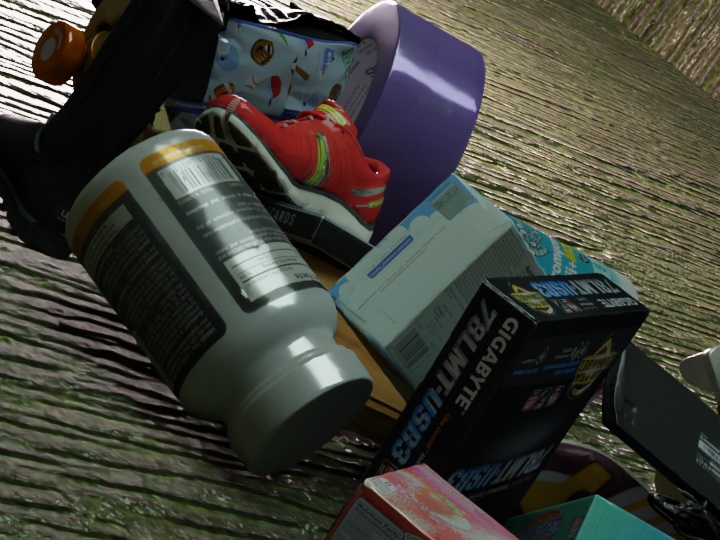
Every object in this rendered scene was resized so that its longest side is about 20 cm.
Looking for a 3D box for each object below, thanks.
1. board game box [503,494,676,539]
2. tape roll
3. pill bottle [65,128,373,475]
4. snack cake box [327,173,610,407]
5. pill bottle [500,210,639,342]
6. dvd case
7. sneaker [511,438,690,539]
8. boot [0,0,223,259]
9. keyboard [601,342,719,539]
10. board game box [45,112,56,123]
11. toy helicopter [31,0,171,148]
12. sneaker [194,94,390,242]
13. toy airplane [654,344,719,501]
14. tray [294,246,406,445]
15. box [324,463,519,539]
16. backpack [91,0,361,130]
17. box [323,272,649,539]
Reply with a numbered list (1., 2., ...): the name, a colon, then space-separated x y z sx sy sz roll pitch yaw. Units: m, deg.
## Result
1. board game box: 0.191 0.211 1.528 0.199 0.045 0.152 30 -18 -11
2. tape roll: 0.012 -0.110 1.988 0.085 0.201 0.200 27 16 -19
3. pill bottle: -0.086 0.020 1.525 0.200 0.116 0.116 53 22 19
4. snack cake box: 0.074 0.044 1.596 0.067 0.115 0.200 41 -9 40
5. pill bottle: 0.118 0.017 1.982 0.199 0.111 0.111 26 17 -22
6. dvd case: 0.000 0.000 1.769 0.199 0.025 0.150 30 -7 -35
7. sneaker: 0.179 0.183 1.669 0.199 0.075 0.090 29 15 -7
8. boot: -0.178 -0.128 1.667 0.065 0.201 0.165 21 19 -35
9. keyboard: 0.226 0.143 1.669 0.200 0.040 0.105 39 44 -20
10. board game box: -0.142 -0.032 1.758 0.134 0.034 0.200 21 19 -37
11. toy helicopter: -0.151 -0.130 1.738 0.079 0.132 0.201 25 29 -38
12. sneaker: -0.046 -0.087 1.750 0.077 0.085 0.200 21 -9 36
13. toy airplane: 0.310 0.140 1.825 0.140 0.200 0.200 10 24 -32
14. tray: -0.046 0.035 1.659 0.199 0.037 0.099 26 48 -22
15. box: 0.067 0.205 1.328 0.200 0.103 0.095 37 16 18
16. backpack: -0.102 -0.152 1.913 0.189 0.155 0.200 -1 16 -36
17. box: 0.076 0.095 1.499 0.050 0.199 0.200 36 15 20
